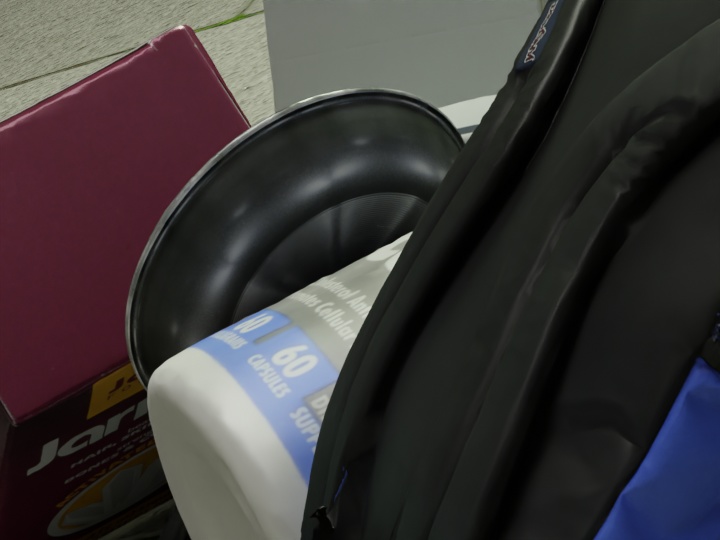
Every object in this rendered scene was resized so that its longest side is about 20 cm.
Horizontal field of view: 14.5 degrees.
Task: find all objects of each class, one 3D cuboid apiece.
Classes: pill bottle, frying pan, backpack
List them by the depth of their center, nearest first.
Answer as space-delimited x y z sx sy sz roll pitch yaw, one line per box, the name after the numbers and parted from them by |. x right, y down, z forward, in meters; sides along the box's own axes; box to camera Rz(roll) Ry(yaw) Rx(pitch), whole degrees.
0.092 0.033 0.622 0.200 0.168 0.163 -57 16 2 | backpack
0.054 0.032 0.760 0.200 0.114 0.114 -28 16 -15 | pill bottle
-0.035 0.030 0.803 0.190 0.115 0.031 -53 50 10 | frying pan

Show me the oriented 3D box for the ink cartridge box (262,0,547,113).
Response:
0.083 -0.086 1.039 0.200 0.083 0.146 -4 -1 -43 | ink cartridge box

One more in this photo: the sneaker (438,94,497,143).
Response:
0.000 0.000 0.910 0.200 0.078 0.080 -13 55 49 | sneaker

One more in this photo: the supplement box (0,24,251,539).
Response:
-0.090 0.020 0.894 0.110 0.086 0.200 -29 -14 -19 | supplement box
